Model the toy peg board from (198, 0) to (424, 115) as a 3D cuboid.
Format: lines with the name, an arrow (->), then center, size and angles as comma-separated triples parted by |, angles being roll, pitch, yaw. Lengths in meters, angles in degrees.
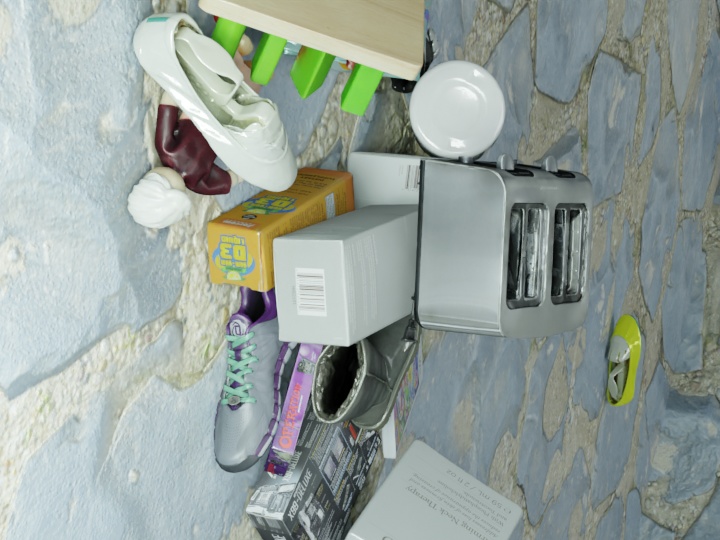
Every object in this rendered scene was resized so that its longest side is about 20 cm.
toy peg board -> -0.050, -0.249, 1.196 | 0.098, 0.197, 0.201 | 123, -23, -47

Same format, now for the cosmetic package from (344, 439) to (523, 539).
cosmetic package -> 0.068, 0.354, 1.596 | 0.200, 0.166, 0.168 | -46, 164, -53

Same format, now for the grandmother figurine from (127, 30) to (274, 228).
grandmother figurine -> -0.145, -0.118, 1.186 | 0.121, 0.060, 0.201 | 46, 55, -27

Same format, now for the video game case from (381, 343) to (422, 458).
video game case -> 0.052, 0.122, 1.664 | 0.200, 0.018, 0.145 | -64, 153, -62

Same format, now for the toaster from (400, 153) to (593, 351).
toaster -> 0.142, -0.018, 1.348 | 0.179, 0.117, 0.204 | -2, 96, -49

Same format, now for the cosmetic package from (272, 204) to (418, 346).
cosmetic package -> 0.000, 0.000, 1.326 | 0.199, 0.089, 0.109 | -22, 111, -61

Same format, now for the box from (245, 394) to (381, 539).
box -> -0.049, 0.232, 1.503 | 0.202, 0.049, 0.159 | -66, 150, -31

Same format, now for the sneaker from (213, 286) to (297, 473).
sneaker -> -0.119, 0.096, 1.306 | 0.088, 0.073, 0.202 | 54, 38, -43

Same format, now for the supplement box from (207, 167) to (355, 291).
supplement box -> -0.076, -0.045, 1.338 | 0.200, 0.066, 0.070 | -41, 133, -55

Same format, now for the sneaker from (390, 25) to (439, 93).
sneaker -> 0.042, -0.278, 1.513 | 0.201, 0.065, 0.092 | 63, 40, -54

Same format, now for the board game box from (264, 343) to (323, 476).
board game box -> -0.060, 0.108, 1.398 | 0.120, 0.032, 0.203 | 122, -16, -68

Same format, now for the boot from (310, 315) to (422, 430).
boot -> 0.005, 0.085, 1.417 | 0.200, 0.071, 0.185 | 40, 59, -67

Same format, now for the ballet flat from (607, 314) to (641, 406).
ballet flat -> 0.540, 0.192, 2.733 | 0.066, 0.066, 0.203 | -21, 120, -38

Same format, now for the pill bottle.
pill bottle -> 0.115, -0.185, 1.588 | 0.200, 0.111, 0.115 | -22, 120, -87

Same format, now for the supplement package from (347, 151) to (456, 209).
supplement package -> 0.103, -0.052, 1.568 | 0.199, 0.189, 0.150 | 2, 95, -65

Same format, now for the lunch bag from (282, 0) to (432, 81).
lunch bag -> -0.016, -0.289, 1.331 | 0.199, 0.121, 0.173 | 4, 98, -53

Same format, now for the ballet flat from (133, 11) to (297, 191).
ballet flat -> -0.113, -0.144, 1.138 | 0.200, 0.069, 0.070 | 46, 52, -26
